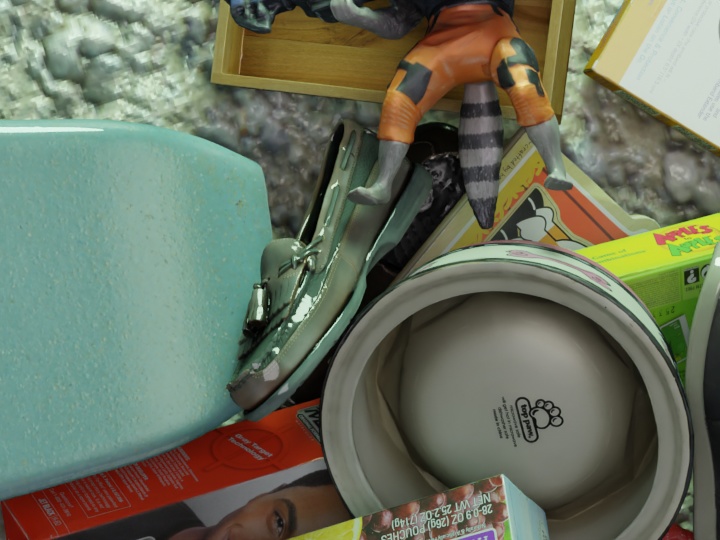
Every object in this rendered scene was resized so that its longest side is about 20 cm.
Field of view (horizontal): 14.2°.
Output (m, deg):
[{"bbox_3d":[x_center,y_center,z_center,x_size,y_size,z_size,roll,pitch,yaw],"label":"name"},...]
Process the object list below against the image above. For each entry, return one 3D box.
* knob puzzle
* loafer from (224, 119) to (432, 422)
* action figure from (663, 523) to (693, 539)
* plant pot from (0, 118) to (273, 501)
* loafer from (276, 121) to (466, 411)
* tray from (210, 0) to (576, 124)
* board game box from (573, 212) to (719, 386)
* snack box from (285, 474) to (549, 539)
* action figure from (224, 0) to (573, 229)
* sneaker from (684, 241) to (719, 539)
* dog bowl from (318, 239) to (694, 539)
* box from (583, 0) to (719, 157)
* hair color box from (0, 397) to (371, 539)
[{"bbox_3d":[0.107,0.049,1.635,0.218,0.030,0.221,-5,104,-21],"label":"knob puzzle"},{"bbox_3d":[-0.030,-0.003,1.536,0.063,0.072,0.200,44,46,-11],"label":"loafer"},{"bbox_3d":[0.168,0.218,1.667,0.065,0.052,0.202,0,86,-10],"label":"action figure"},{"bbox_3d":[-0.153,0.012,1.575,0.199,0.196,0.197,-9,91,-23],"label":"plant pot"},{"bbox_3d":[0.000,0.000,1.639,0.073,0.071,0.201,32,88,-4],"label":"loafer"},{"bbox_3d":[0.020,-0.142,1.624,0.199,0.037,0.099,8,92,18],"label":"tray"},{"bbox_3d":[0.199,0.025,1.618,0.199,0.048,0.102,-14,116,-19],"label":"board game box"},{"bbox_3d":[0.007,0.216,1.490,0.199,0.068,0.170,-18,60,21],"label":"snack box"},{"bbox_3d":[0.031,-0.126,1.556,0.199,0.105,0.195,-8,70,25],"label":"action figure"},{"bbox_3d":[0.234,0.074,1.556,0.105,0.075,0.201,5,125,18],"label":"sneaker"},{"bbox_3d":[0.081,0.072,1.541,0.199,0.074,0.202,5,114,11],"label":"dog bowl"},{"bbox_3d":[0.243,-0.114,1.675,0.199,0.041,0.120,32,88,-6],"label":"box"},{"bbox_3d":[-0.092,0.150,1.597,0.199,0.061,0.102,-16,121,-20],"label":"hair color box"}]
